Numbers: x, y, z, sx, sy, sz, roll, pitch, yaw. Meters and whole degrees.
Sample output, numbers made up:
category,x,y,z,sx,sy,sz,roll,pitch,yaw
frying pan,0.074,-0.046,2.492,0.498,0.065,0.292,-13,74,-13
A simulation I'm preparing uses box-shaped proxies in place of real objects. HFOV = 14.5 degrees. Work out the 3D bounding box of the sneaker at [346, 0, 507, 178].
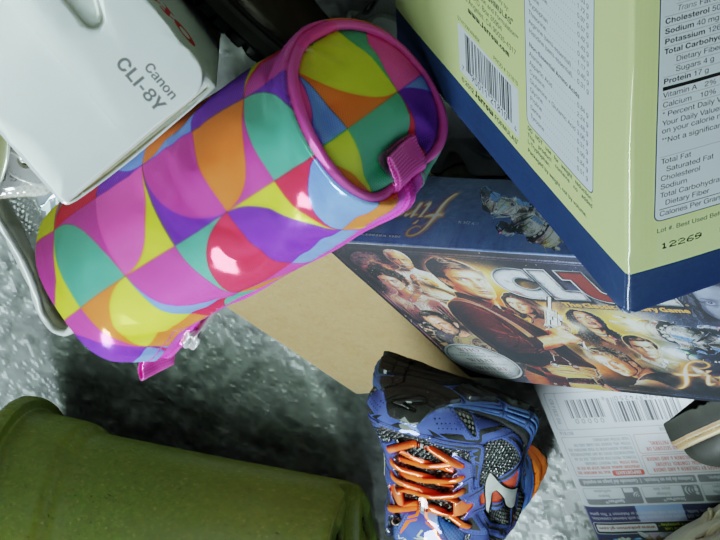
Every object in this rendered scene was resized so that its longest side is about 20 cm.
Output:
category,x,y,z,sx,sy,sz,roll,pitch,yaw
sneaker,0.010,-0.088,1.247,0.199,0.074,0.089,-3,112,28

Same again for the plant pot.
category,x,y,z,sx,sy,sz,roll,pitch,yaw
plant pot,-0.091,0.168,1.443,0.183,0.201,0.201,2,128,14

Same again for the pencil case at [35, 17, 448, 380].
category,x,y,z,sx,sy,sz,roll,pitch,yaw
pencil case,-0.051,-0.028,1.151,0.088,0.088,0.200,45,138,-11

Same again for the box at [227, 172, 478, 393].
category,x,y,z,sx,sy,sz,roll,pitch,yaw
box,0.000,0.000,1.288,0.163,0.021,0.200,-10,148,39

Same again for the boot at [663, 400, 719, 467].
category,x,y,z,sx,sy,sz,roll,pitch,yaw
boot,0.241,0.088,1.207,0.199,0.077,0.139,-20,96,30

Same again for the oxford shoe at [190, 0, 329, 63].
category,x,y,z,sx,sy,sz,roll,pitch,yaw
oxford shoe,-0.051,-0.157,1.188,0.084,0.073,0.200,-35,88,7

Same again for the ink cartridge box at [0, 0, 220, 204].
category,x,y,z,sx,sy,sz,roll,pitch,yaw
ink cartridge box,-0.134,-0.126,1.189,0.083,0.200,0.145,-39,103,8

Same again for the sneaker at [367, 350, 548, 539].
category,x,y,z,sx,sy,sz,roll,pitch,yaw
sneaker,0.043,0.097,1.309,0.075,0.079,0.200,17,165,20

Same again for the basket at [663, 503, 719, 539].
category,x,y,z,sx,sy,sz,roll,pitch,yaw
basket,0.159,0.207,1.324,0.123,0.136,0.200,41,134,-5

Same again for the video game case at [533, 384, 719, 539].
category,x,y,z,sx,sy,sz,roll,pitch,yaw
video game case,0.199,0.111,1.333,0.199,0.023,0.183,-5,123,31

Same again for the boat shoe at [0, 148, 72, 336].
category,x,y,z,sx,sy,sz,roll,pitch,yaw
boat shoe,-0.160,-0.058,1.359,0.071,0.069,0.201,-1,124,35

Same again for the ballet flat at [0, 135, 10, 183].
category,x,y,z,sx,sy,sz,roll,pitch,yaw
ballet flat,-0.187,-0.073,1.261,0.067,0.067,0.200,54,154,30

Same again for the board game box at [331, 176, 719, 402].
category,x,y,z,sx,sy,sz,roll,pitch,yaw
board game box,0.100,0.009,1.162,0.199,0.035,0.135,4,155,36

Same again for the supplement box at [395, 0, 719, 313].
category,x,y,z,sx,sy,sz,roll,pitch,yaw
supplement box,0.109,-0.134,1.032,0.200,0.134,0.201,-127,26,-45
